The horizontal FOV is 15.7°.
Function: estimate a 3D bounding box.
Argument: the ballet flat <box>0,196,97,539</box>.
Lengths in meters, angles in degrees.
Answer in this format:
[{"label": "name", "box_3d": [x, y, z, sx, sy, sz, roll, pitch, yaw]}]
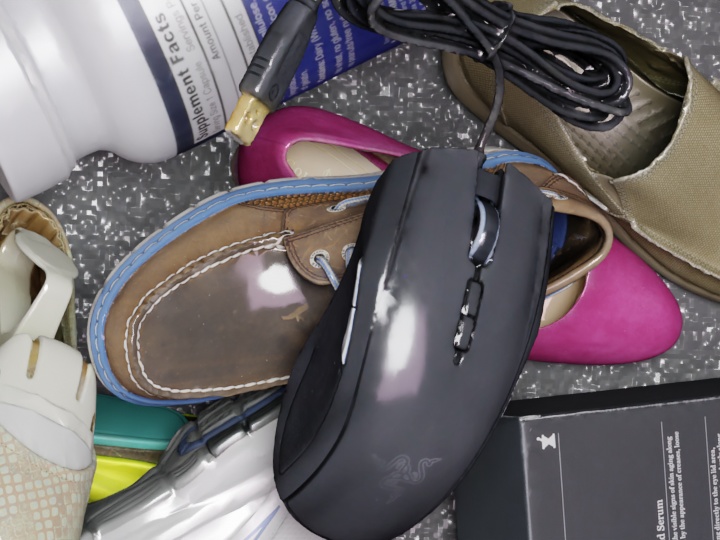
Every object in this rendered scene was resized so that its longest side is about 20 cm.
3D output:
[{"label": "ballet flat", "box_3d": [-0.126, 0.034, 0.937, 0.067, 0.200, 0.062, 27, 112, -27]}]

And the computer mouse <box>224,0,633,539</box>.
[{"label": "computer mouse", "box_3d": [0.010, -0.008, 0.871, 0.140, 0.046, 0.200, 26, 89, -28]}]

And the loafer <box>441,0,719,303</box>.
[{"label": "loafer", "box_3d": [0.122, -0.045, 1.045, 0.200, 0.067, 0.076, 30, 86, -10]}]

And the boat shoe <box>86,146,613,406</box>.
[{"label": "boat shoe", "box_3d": [0.000, 0.000, 0.936, 0.200, 0.072, 0.072, -22, 110, -24]}]

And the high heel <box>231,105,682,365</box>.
[{"label": "high heel", "box_3d": [0.045, -0.011, 1.017, 0.200, 0.096, 0.067, 28, 86, -10]}]

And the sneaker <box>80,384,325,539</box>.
[{"label": "sneaker", "box_3d": [-0.076, 0.118, 0.950, 0.200, 0.075, 0.087, -31, 102, -7]}]

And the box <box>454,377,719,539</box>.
[{"label": "box", "box_3d": [0.118, 0.148, 1.037, 0.141, 0.079, 0.200, -5, 92, -23]}]

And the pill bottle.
[{"label": "pill bottle", "box_3d": [-0.063, -0.111, 0.985, 0.200, 0.116, 0.116, -27, 96, -8]}]

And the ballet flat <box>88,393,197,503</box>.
[{"label": "ballet flat", "box_3d": [-0.062, 0.086, 1.024, 0.200, 0.067, 0.067, 6, 112, -8]}]
